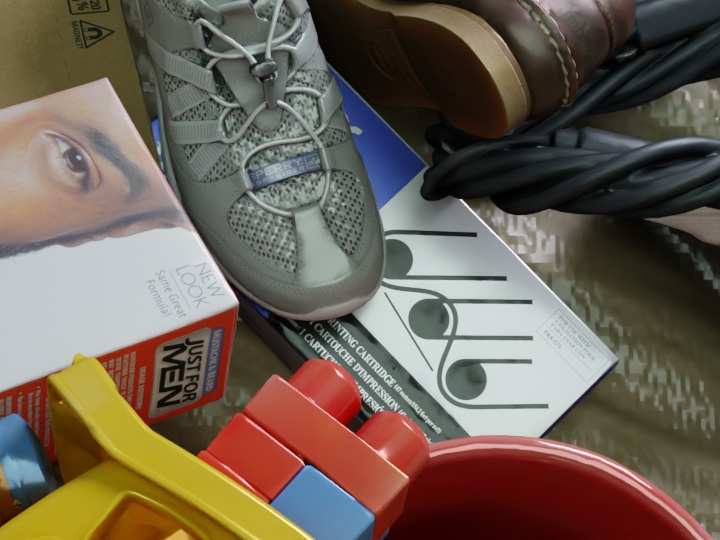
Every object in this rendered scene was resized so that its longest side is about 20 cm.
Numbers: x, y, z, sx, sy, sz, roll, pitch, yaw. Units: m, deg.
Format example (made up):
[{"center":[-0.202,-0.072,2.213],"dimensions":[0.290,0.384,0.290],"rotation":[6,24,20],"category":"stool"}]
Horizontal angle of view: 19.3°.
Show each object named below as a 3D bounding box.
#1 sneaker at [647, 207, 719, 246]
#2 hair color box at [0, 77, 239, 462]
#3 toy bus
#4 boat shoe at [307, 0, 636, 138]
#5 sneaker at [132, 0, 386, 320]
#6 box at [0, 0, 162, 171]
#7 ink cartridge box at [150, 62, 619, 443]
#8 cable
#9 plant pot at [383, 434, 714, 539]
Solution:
[{"center":[0.197,-0.005,0.864],"dimensions":[0.200,0.075,0.081],"rotation":[13,98,4],"category":"sneaker"},{"center":[-0.155,0.019,0.712],"dimensions":[0.200,0.064,0.111],"rotation":[-20,60,-24],"category":"hair color box"},{"center":[-0.078,0.095,0.630],"dimensions":[0.200,0.136,0.192],"rotation":[33,66,14],"category":"toy bus"},{"center":[0.030,-0.101,0.820],"dimensions":[0.070,0.200,0.070],"rotation":[-36,123,-15],"category":"boat shoe"},{"center":[-0.048,-0.074,0.806],"dimensions":[0.075,0.082,0.200],"rotation":[-23,81,-9],"category":"sneaker"},{"center":[-0.164,-0.058,0.816],"dimensions":[0.163,0.021,0.200],"rotation":[-7,58,-15],"category":"box"},{"center":[0.000,0.000,0.860],"dimensions":[0.094,0.044,0.200],"rotation":[-43,85,-11],"category":"ink cartridge box"},{"center":[0.118,-0.058,0.826],"dimensions":[0.200,0.163,0.051],"rotation":[-21,120,-18],"category":"cable"},{"center":[0.040,0.167,0.766],"dimensions":[0.200,0.177,0.201],"rotation":[1,80,-3],"category":"plant pot"}]
